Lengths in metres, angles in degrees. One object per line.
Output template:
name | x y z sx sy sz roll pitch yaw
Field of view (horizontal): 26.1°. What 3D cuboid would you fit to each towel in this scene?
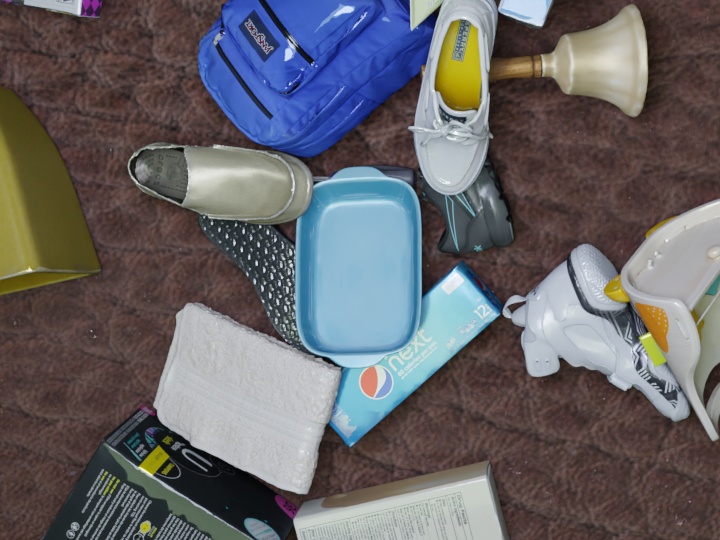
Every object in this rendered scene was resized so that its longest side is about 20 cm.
towel | -0.115 0.122 1.526 0.200 0.034 0.133 22 102 29

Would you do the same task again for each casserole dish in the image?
casserole dish | 0.000 0.000 1.482 0.121 0.039 0.201 -2 72 7

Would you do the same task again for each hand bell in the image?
hand bell | 0.155 -0.189 1.435 0.199 0.104 0.104 -3 98 -4

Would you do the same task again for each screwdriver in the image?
screwdriver | -0.044 -0.091 1.533 0.199 0.029 0.028 1 98 10

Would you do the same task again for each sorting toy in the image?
sorting toy | 0.323 0.055 1.449 0.107 0.200 0.180 -7 116 42

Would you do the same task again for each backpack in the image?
backpack | -0.055 -0.213 1.439 0.200 0.168 0.163 -42 69 20

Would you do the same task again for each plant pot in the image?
plant pot | -0.386 -0.075 1.498 0.194 0.195 0.201 -12 87 8

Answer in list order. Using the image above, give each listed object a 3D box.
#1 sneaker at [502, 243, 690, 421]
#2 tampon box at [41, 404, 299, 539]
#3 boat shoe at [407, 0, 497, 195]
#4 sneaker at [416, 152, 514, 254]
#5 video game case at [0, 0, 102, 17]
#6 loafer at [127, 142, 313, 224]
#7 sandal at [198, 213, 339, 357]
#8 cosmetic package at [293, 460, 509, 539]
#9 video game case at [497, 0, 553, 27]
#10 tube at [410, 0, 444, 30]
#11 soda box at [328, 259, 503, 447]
sneaker | 0.228 0.079 1.500 0.115 0.075 0.200 -32 104 22
tampon box | -0.181 0.252 1.530 0.200 0.150 0.126 33 101 1
boat shoe | 0.085 -0.144 1.383 0.074 0.086 0.202 13 124 5
sneaker | 0.086 -0.110 1.488 0.079 0.075 0.200 -16 95 12
video game case | -0.311 -0.353 1.485 0.181 0.036 0.201 14 100 31
loafer | -0.141 -0.084 1.495 0.200 0.068 0.076 7 98 25
sandal | -0.079 -0.003 1.541 0.075 0.048 0.201 -40 79 11
cosmetic package | 0.044 0.264 1.544 0.199 0.071 0.105 -13 95 8
video game case | 0.180 -0.317 1.394 0.045 0.181 0.200 21 100 2
tube | 0.094 -0.296 1.405 0.058 0.200 0.052 52 138 -10
soda box | 0.045 0.080 1.521 0.200 0.068 0.064 -42 90 10
